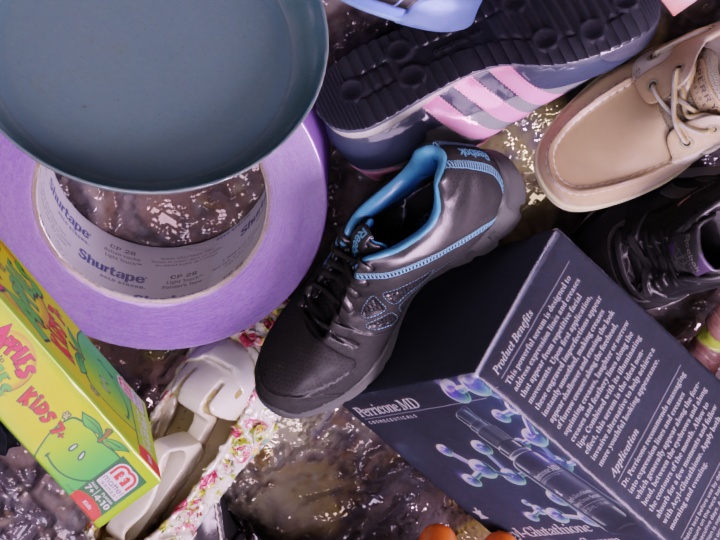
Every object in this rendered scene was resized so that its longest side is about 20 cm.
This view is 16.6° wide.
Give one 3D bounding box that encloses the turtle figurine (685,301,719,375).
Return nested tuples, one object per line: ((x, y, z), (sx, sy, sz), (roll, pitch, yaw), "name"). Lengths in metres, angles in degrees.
((0.240, 0.000, 1.451), (0.200, 0.064, 0.162), (26, 108, 4), "turtle figurine")

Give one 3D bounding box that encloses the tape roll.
((-0.118, -0.055, 1.426), (0.199, 0.066, 0.201), (1, 119, 1), "tape roll")

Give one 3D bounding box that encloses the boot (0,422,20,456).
((-0.270, 0.018, 1.461), (0.167, 0.077, 0.201), (7, 126, 1), "boot")

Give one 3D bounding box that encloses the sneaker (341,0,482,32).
((-0.013, -0.202, 1.335), (0.200, 0.070, 0.078), (26, 124, -10), "sneaker")

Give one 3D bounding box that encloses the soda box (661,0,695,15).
((0.135, -0.235, 1.319), (0.068, 0.064, 0.200), (-35, 114, 19), "soda box")

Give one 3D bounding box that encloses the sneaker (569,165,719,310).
((0.183, -0.021, 1.382), (0.200, 0.087, 0.076), (-22, 92, 33), "sneaker")

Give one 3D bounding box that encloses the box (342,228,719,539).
((0.116, 0.086, 1.440), (0.200, 0.107, 0.148), (42, 153, -19), "box")

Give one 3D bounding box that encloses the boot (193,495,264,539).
((-0.046, 0.189, 1.560), (0.150, 0.073, 0.201), (-3, 112, -3), "boot")

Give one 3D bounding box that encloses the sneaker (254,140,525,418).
((0.000, 0.000, 1.393), (0.200, 0.073, 0.082), (-49, 150, 14), "sneaker")

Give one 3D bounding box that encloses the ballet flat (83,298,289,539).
((-0.099, 0.099, 1.465), (0.075, 0.064, 0.200), (27, 87, 22), "ballet flat")

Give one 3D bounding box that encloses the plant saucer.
((-0.117, -0.124, 1.331), (0.199, 0.201, 0.027), (9, 152, -4), "plant saucer")

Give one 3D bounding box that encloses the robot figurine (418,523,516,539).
((0.051, 0.248, 1.499), (0.144, 0.117, 0.201), (-18, 131, -33), "robot figurine")

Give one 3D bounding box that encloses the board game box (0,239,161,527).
((-0.193, 0.041, 1.382), (0.048, 0.102, 0.200), (-36, 114, 6), "board game box")

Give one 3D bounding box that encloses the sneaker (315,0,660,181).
((0.076, -0.109, 1.403), (0.199, 0.070, 0.082), (-17, 147, 5), "sneaker")

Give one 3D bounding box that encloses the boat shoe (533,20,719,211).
((0.186, -0.098, 1.367), (0.200, 0.065, 0.072), (-28, 87, 1), "boat shoe")
